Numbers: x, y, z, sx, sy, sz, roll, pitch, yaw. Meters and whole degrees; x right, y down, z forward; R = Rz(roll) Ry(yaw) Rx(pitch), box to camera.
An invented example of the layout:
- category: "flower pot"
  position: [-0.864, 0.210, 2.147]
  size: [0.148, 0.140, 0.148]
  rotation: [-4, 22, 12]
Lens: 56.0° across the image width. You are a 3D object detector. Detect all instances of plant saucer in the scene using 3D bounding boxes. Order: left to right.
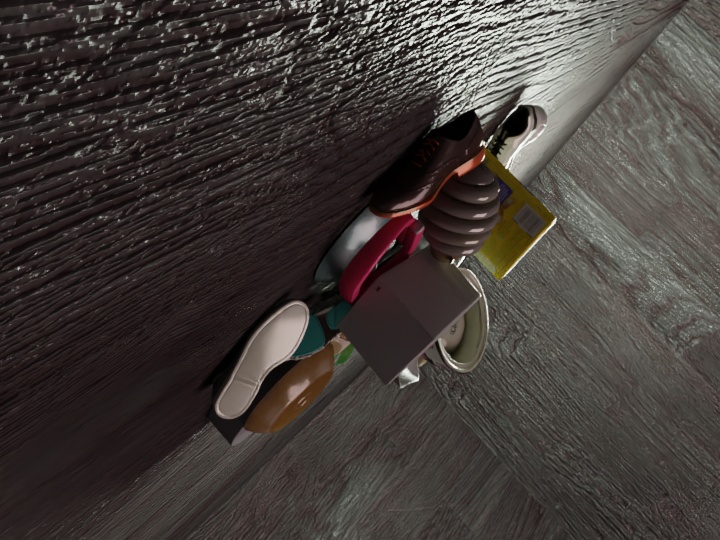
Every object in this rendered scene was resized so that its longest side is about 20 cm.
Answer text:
- category: "plant saucer"
  position: [-0.107, 0.206, 1.129]
  size: [0.200, 0.035, 0.201]
  rotation: [-44, 166, -13]
- category: "plant saucer"
  position: [0.013, -0.044, 1.019]
  size: [0.201, 0.039, 0.201]
  rotation: [-45, 171, -8]

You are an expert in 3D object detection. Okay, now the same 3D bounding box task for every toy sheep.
- category: "toy sheep"
  position: [0.144, -0.100, 1.012]
  size: [0.137, 0.136, 0.204]
  rotation: [-36, 146, -44]

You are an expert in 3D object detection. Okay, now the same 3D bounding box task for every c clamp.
- category: "c clamp"
  position: [0.000, 0.000, 1.187]
  size: [0.170, 0.027, 0.200]
  rotation: [-40, 176, 3]

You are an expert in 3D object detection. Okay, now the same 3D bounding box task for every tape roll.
- category: "tape roll"
  position: [-0.172, 0.211, 1.188]
  size: [0.200, 0.066, 0.201]
  rotation: [-45, 170, -10]

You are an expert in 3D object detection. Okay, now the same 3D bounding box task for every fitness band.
- category: "fitness band"
  position: [0.029, -0.013, 0.983]
  size: [0.143, 0.037, 0.200]
  rotation: [-44, 170, -13]

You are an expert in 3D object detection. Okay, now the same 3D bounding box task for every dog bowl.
- category: "dog bowl"
  position: [0.172, 0.098, 1.328]
  size: [0.072, 0.205, 0.199]
  rotation: [-5, -159, 39]

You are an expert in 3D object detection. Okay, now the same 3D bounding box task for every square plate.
- category: "square plate"
  position: [0.070, 0.107, 1.245]
  size: [0.028, 0.206, 0.198]
  rotation: [-8, 173, 13]

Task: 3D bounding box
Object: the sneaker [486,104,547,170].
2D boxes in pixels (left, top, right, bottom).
- category: "sneaker"
  position: [0.270, -0.238, 1.302]
  size: [0.079, 0.074, 0.202]
  rotation: [-1, 131, -56]

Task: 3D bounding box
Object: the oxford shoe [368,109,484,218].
- category: "oxford shoe"
  position: [0.084, -0.143, 0.893]
  size: [0.199, 0.071, 0.074]
  rotation: [-39, 141, -23]

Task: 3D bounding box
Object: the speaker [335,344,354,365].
- category: "speaker"
  position: [-0.062, 0.143, 1.330]
  size: [0.089, 0.089, 0.200]
  rotation: [-45, 171, 2]

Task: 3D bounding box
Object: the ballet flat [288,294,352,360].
- category: "ballet flat"
  position: [-0.068, 0.089, 1.085]
  size: [0.197, 0.073, 0.072]
  rotation: [-23, 160, -32]

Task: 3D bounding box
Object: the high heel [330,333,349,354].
- category: "high heel"
  position: [-0.037, 0.075, 1.218]
  size: [0.196, 0.146, 0.071]
  rotation: [11, 147, -26]

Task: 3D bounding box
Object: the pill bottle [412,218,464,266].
- category: "pill bottle"
  position: [0.155, -0.068, 1.249]
  size: [0.202, 0.112, 0.113]
  rotation: [-52, 172, -9]

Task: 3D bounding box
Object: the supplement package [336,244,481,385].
- category: "supplement package"
  position: [0.078, 0.061, 1.045]
  size: [0.120, 0.122, 0.199]
  rotation: [-48, 169, 33]

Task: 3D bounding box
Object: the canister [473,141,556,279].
- category: "canister"
  position: [0.207, -0.104, 1.127]
  size: [0.149, 0.200, 0.086]
  rotation: [-51, 168, 35]

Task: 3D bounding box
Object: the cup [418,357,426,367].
- category: "cup"
  position: [0.110, 0.117, 1.436]
  size: [0.199, 0.144, 0.201]
  rotation: [-40, 165, -13]

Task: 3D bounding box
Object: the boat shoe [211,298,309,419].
- category: "boat shoe"
  position: [-0.149, 0.115, 0.968]
  size: [0.202, 0.072, 0.062]
  rotation: [-54, -147, 6]

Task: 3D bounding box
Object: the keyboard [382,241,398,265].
- category: "keyboard"
  position: [0.033, 0.031, 1.327]
  size: [0.104, 0.039, 0.203]
  rotation: [37, 79, -45]
